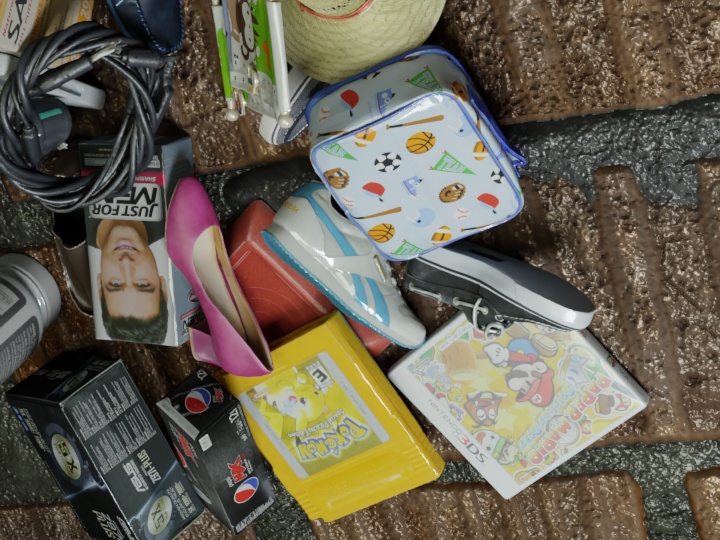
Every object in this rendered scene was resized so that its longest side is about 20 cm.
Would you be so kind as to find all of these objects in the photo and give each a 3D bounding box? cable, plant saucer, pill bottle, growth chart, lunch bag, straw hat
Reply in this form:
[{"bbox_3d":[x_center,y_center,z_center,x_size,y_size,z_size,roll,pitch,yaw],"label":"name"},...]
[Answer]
[{"bbox_3d":[-0.260,-0.131,1.271,0.051,0.162,0.201,55,126,34],"label":"cable"},{"bbox_3d":[-0.094,0.060,1.428,0.199,0.037,0.200,43,124,-4],"label":"plant saucer"},{"bbox_3d":[-0.408,0.069,1.469,0.112,0.200,0.115,10,121,18],"label":"pill bottle"},{"bbox_3d":[-0.097,-0.197,1.221,0.018,0.200,0.147,-14,104,-18],"label":"growth chart"},{"bbox_3d":[0.053,-0.098,1.204,0.159,0.076,0.200,-24,140,16],"label":"lunch bag"},{"bbox_3d":[-0.030,-0.257,1.148,0.198,0.085,0.204,0,91,25],"label":"straw hat"}]

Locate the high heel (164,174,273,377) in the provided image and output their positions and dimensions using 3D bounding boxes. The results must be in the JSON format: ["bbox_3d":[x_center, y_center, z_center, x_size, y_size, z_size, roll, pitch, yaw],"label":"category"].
[{"bbox_3d":[-0.133,0.008,1.347,0.095,0.067,0.203,9,111,35],"label":"high heel"}]

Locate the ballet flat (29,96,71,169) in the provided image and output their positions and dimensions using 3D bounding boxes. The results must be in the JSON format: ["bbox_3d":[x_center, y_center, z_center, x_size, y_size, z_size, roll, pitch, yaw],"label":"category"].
[{"bbox_3d":[-0.325,-0.136,1.386,0.073,0.073,0.200,52,161,-10],"label":"ballet flat"}]

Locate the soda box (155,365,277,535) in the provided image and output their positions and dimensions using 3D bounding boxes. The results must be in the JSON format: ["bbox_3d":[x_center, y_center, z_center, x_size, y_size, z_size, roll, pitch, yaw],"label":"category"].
[{"bbox_3d":[-0.149,0.192,1.452,0.071,0.063,0.201,36,154,32],"label":"soda box"}]

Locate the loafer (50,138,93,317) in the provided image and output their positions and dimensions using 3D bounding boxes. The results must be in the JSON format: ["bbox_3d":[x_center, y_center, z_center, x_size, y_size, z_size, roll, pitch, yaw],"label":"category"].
[{"bbox_3d":[-0.294,-0.034,1.442,0.072,0.071,0.203,5,119,21],"label":"loafer"}]

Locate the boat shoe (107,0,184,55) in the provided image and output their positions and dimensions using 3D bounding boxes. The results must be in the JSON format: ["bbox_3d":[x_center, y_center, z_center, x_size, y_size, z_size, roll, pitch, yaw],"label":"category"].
[{"bbox_3d":[-0.199,-0.291,1.250,0.068,0.084,0.202,0,120,36],"label":"boat shoe"}]

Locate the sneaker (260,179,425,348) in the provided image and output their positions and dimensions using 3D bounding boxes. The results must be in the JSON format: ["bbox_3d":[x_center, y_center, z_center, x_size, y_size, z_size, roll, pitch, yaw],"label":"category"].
[{"bbox_3d":[0.000,0.000,1.327,0.200,0.081,0.076,43,171,-24],"label":"sneaker"}]

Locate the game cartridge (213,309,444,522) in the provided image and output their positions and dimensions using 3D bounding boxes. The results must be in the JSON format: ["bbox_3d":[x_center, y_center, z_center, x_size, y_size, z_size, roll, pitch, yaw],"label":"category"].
[{"bbox_3d":[-0.036,0.156,1.416,0.175,0.032,0.201,-28,103,33],"label":"game cartridge"}]

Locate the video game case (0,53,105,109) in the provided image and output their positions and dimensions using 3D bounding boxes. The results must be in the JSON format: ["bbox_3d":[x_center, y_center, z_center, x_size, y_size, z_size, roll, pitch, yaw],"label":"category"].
[{"bbox_3d":[-0.374,-0.190,1.333,0.197,0.182,0.024,10,90,19],"label":"video game case"}]

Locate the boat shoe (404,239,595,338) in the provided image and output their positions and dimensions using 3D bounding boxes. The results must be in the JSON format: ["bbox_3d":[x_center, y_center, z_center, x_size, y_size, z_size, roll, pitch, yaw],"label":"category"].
[{"bbox_3d":[0.121,0.025,1.263,0.198,0.073,0.069,22,109,29],"label":"boat shoe"}]

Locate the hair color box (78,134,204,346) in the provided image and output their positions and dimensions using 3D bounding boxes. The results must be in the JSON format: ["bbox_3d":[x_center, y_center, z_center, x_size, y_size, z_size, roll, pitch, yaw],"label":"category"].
[{"bbox_3d":[-0.219,-0.031,1.392,0.098,0.061,0.203,3,106,22],"label":"hair color box"}]

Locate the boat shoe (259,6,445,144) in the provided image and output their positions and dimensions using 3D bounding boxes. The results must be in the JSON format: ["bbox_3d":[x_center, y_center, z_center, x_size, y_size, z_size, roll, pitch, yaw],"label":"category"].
[{"bbox_3d":[-0.009,-0.165,1.241,0.093,0.075,0.200,43,125,5],"label":"boat shoe"}]

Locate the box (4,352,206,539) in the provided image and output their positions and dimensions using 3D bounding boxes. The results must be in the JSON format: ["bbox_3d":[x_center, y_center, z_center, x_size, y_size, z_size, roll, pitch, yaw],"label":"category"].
[{"bbox_3d":[-0.281,0.199,1.518,0.163,0.086,0.202,0,121,54],"label":"box"}]

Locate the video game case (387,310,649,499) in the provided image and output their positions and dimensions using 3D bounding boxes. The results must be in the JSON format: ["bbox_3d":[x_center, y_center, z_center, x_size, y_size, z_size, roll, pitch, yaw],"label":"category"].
[{"bbox_3d":[0.150,0.113,1.359,0.182,0.023,0.200,45,125,-5],"label":"video game case"}]

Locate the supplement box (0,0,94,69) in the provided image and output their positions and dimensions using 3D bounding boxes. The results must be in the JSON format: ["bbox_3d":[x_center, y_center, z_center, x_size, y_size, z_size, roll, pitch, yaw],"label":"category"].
[{"bbox_3d":[-0.310,-0.256,1.228,0.073,0.200,0.128,12,91,16],"label":"supplement box"}]
